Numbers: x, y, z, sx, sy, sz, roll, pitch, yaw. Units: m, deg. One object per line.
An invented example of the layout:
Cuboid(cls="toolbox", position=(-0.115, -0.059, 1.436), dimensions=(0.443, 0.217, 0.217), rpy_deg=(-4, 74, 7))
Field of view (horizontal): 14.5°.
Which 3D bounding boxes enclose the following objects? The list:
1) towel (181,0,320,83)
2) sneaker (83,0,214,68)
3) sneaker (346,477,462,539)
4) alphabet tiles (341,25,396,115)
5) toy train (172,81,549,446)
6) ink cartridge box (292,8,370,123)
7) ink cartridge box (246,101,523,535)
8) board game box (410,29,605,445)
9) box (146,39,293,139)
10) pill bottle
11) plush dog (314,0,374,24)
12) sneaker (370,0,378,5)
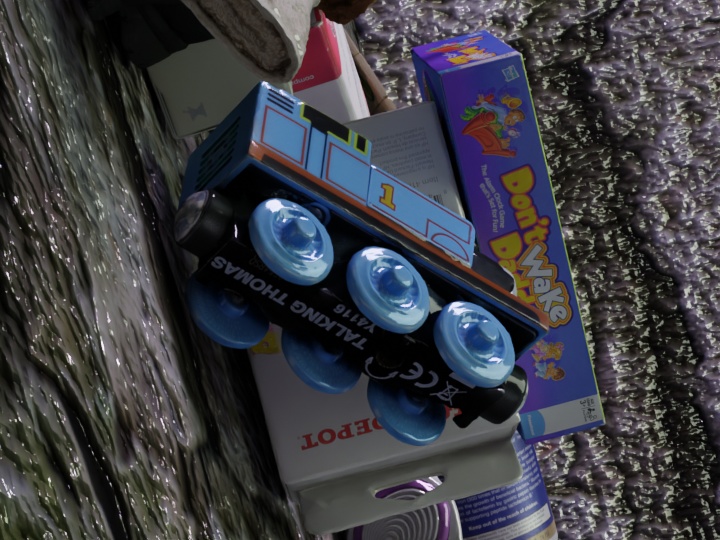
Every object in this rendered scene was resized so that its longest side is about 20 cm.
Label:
Cuboid(cls="towel", position=(-0.083, -0.182, 1.205), dimensions=(0.200, 0.034, 0.133), rpy_deg=(48, 26, -18))
Cuboid(cls="sneaker", position=(-0.085, -0.150, 1.288), dimensions=(0.200, 0.090, 0.076), rpy_deg=(37, 39, -81))
Cuboid(cls="sneaker", position=(0.023, 0.138, 1.787), dimensions=(0.100, 0.075, 0.201), rpy_deg=(58, 18, -73))
Cuboid(cls="alphabet tiles", position=(-0.031, -0.133, 1.905), dimensions=(0.168, 0.008, 0.200), rpy_deg=(57, -16, 3))
Cuboid(cls="toy train", position=(0.000, 0.000, 1.364), dimensions=(0.199, 0.087, 0.115), rpy_deg=(29, 43, -20))
Cuboid(cls="ink cartridge box", position=(-0.047, -0.118, 1.714), dimensions=(0.200, 0.084, 0.145), rpy_deg=(70, 6, -48))
Cuboid(cls="ink cartridge box", position=(0.003, 0.033, 1.490), dimensions=(0.125, 0.128, 0.201), rpy_deg=(86, -10, -81))
Cuboid(cls="board game box", position=(0.078, -0.021, 1.511), dimensions=(0.134, 0.045, 0.201), rpy_deg=(-117, -167, -78))
Cuboid(cls="box", position=(-0.080, -0.151, 1.495), dimensions=(0.200, 0.068, 0.082), rpy_deg=(-99, 171, -62))
Cuboid(cls="pill bottle", position=(0.085, 0.147, 2.325), dimensions=(0.116, 0.115, 0.201), rpy_deg=(-80, 155, -81))
Cuboid(cls="plush dog", position=(-0.003, -0.240, 1.497), dimensions=(0.161, 0.199, 0.173), rpy_deg=(126, -45, -62))
Cuboid(cls="sneaker", position=(-0.038, -0.228, 1.620), dimensions=(0.200, 0.088, 0.075), rpy_deg=(42, -34, 27))
